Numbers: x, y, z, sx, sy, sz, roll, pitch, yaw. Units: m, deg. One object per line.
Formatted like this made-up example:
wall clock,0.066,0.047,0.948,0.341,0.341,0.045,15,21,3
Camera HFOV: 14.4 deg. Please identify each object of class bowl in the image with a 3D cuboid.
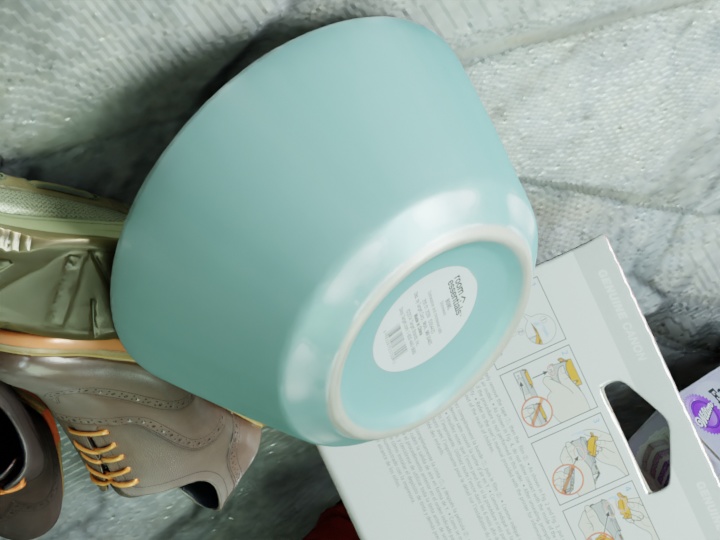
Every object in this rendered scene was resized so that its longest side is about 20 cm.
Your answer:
bowl,0.000,0.000,1.260,0.201,0.105,0.201,-29,144,-24

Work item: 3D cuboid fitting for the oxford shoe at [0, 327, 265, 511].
oxford shoe,-0.109,0.069,1.341,0.071,0.073,0.200,11,172,37

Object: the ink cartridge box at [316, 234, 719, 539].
ink cartridge box,0.084,0.105,1.426,0.176,0.200,0.045,-25,-178,6

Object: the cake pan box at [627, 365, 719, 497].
cake pan box,0.168,0.114,1.525,0.200,0.052,0.184,-27,159,-51

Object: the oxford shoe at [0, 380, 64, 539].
oxford shoe,-0.183,0.087,1.357,0.071,0.073,0.200,-22,145,0

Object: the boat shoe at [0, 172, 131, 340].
boat shoe,-0.180,-0.017,1.241,0.200,0.063,0.073,6,121,-29

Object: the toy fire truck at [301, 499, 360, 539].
toy fire truck,-0.044,0.213,1.494,0.200,0.129,0.176,-13,128,-63
